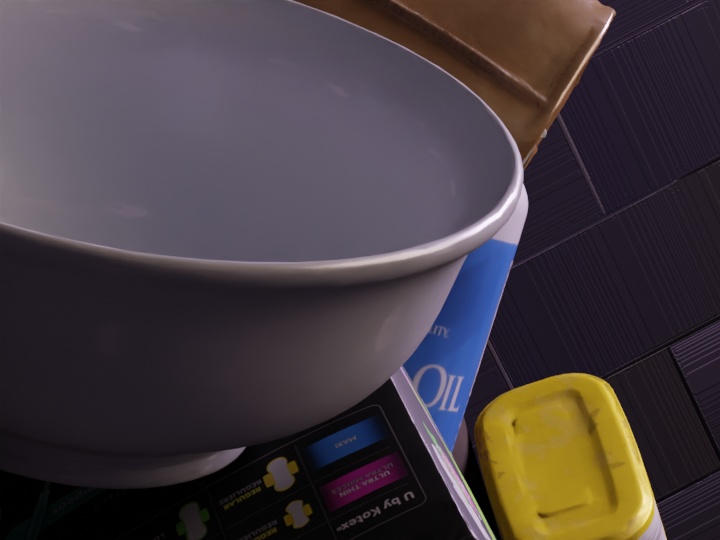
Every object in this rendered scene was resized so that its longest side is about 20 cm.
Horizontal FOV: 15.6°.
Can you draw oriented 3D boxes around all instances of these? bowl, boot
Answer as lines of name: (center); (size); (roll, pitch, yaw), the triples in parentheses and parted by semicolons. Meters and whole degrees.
bowl: (-0.065, -0.007, 0.662); (0.201, 0.201, 0.090); (-117, -145, -61)
boot: (-0.044, -0.069, 0.778); (0.200, 0.175, 0.066); (32, -29, 1)

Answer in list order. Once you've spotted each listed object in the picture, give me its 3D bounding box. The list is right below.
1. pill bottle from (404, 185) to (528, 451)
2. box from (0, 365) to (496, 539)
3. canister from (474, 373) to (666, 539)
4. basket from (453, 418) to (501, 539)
pill bottle: (0.000, 0.000, 1.021); (0.112, 0.112, 0.200); (-112, -142, -85)
box: (-0.017, 0.102, 0.733); (0.149, 0.124, 0.200); (62, 0, -30)
canister: (0.126, 0.170, 1.358); (0.149, 0.086, 0.200); (-104, 175, -55)
basket: (-0.002, 0.109, 1.364); (0.180, 0.136, 0.200); (2, -61, 60)
